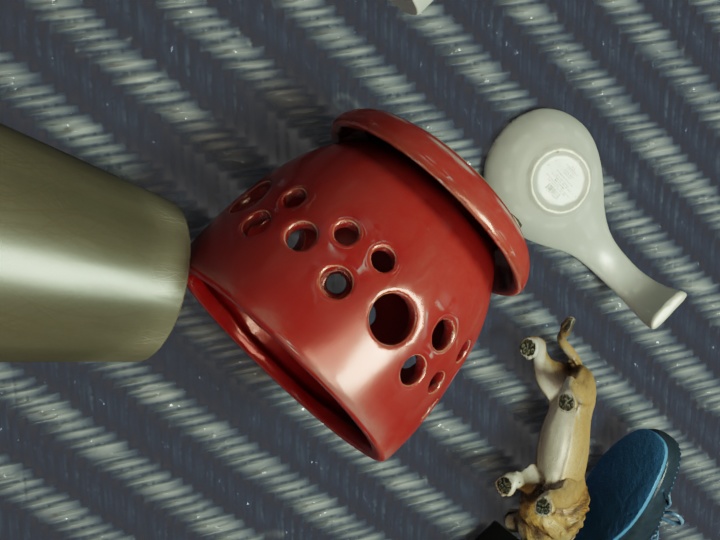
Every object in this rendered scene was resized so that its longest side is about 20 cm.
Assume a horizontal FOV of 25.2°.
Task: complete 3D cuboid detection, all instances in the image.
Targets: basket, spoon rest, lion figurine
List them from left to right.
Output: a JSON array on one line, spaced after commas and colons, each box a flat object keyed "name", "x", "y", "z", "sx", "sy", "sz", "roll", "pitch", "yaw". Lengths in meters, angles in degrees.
[{"name": "basket", "x": -0.223, "y": -0.011, "z": 1.042, "sx": 0.199, "sy": 0.136, "sz": 0.182, "roll": 14, "pitch": 84, "yaw": -33}, {"name": "lion figurine", "x": 0.162, "y": 0.136, "z": 1.308, "sx": 0.122, "sy": 0.072, "sz": 0.201, "roll": 8, "pitch": 100, "yaw": -62}, {"name": "spoon rest", "x": 0.174, "y": -0.039, "z": 1.268, "sx": 0.099, "sy": 0.061, "sz": 0.200, "roll": -44, "pitch": 107, "yaw": -6}]

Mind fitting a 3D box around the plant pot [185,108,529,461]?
[{"name": "plant pot", "x": 0.000, "y": 0.000, "z": 1.117, "sx": 0.183, "sy": 0.200, "sz": 0.201, "roll": -49, "pitch": 121, "yaw": -12}]

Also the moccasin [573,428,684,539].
[{"name": "moccasin", "x": 0.220, "y": 0.220, "z": 1.375, "sx": 0.068, "sy": 0.081, "sz": 0.201, "roll": 11, "pitch": 117, "yaw": -33}]

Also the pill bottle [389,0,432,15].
[{"name": "pill bottle", "x": 0.078, "y": -0.274, "z": 1.097, "sx": 0.200, "sy": 0.112, "sz": 0.112, "roll": -46, "pitch": 120, "yaw": -4}]

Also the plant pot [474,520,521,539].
[{"name": "plant pot", "x": 0.122, "y": 0.361, "z": 1.291, "sx": 0.177, "sy": 0.200, "sz": 0.200, "roll": -34, "pitch": 119, "yaw": -15}]
